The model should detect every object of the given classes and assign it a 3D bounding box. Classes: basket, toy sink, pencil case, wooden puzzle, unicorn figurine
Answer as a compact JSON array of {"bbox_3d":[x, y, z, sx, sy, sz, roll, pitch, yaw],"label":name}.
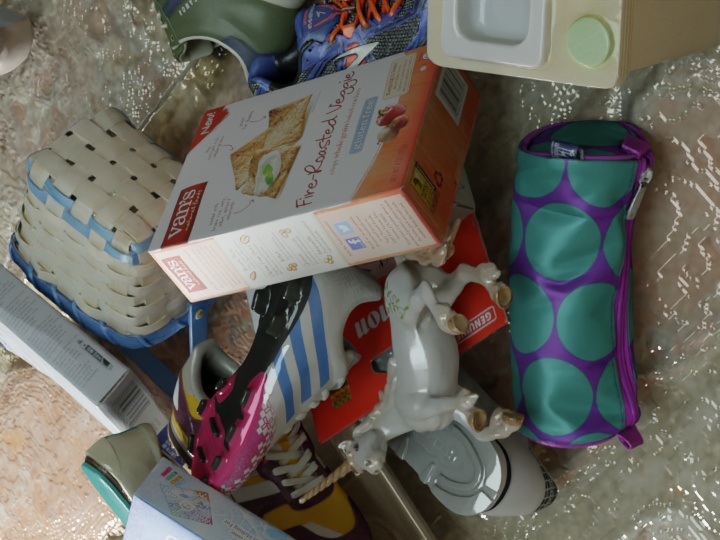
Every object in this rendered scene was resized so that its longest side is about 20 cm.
[{"bbox_3d":[-0.176,-0.005,1.296,0.176,0.139,0.201,37,139,21],"label":"basket"},{"bbox_3d":[0.116,-0.173,0.995,0.129,0.199,0.113,11,108,32],"label":"toy sink"},{"bbox_3d":[0.142,0.009,1.096,0.092,0.085,0.202,10,108,35],"label":"pencil case"},{"bbox_3d":[-0.025,0.191,1.295,0.200,0.046,0.186,-43,76,40],"label":"wooden puzzle"},{"bbox_3d":[0.041,0.066,1.108,0.137,0.073,0.202,9,91,54],"label":"unicorn figurine"}]

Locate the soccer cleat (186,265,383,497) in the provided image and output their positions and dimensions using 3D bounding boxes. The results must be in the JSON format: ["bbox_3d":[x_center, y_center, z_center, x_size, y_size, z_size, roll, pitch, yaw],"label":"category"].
[{"bbox_3d":[-0.049,0.078,1.158,0.201,0.086,0.070,-64,31,22],"label":"soccer cleat"}]

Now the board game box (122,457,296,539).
[{"bbox_3d":[-0.082,0.250,1.196,0.198,0.043,0.201,30,137,11],"label":"board game box"}]

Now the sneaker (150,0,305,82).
[{"bbox_3d":[-0.130,-0.198,1.247,0.199,0.067,0.091,25,110,25],"label":"sneaker"}]

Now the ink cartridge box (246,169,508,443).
[{"bbox_3d":[0.000,0.000,1.186,0.200,0.043,0.175,-36,56,37],"label":"ink cartridge box"}]

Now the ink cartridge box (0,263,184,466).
[{"bbox_3d":[-0.232,0.067,1.333,0.199,0.200,0.041,36,77,21],"label":"ink cartridge box"}]

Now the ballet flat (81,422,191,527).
[{"bbox_3d":[-0.136,0.194,1.268,0.069,0.070,0.201,1,128,36],"label":"ballet flat"}]

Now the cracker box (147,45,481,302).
[{"bbox_3d":[-0.030,-0.063,1.106,0.199,0.135,0.058,-14,132,32],"label":"cracker box"}]

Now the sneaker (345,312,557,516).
[{"bbox_3d":[0.058,0.098,1.192,0.077,0.080,0.200,-56,49,25],"label":"sneaker"}]

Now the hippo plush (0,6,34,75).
[{"bbox_3d":[-0.375,-0.151,1.383,0.199,0.159,0.162,31,118,25],"label":"hippo plush"}]

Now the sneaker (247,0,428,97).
[{"bbox_3d":[-0.005,-0.153,1.148,0.078,0.076,0.200,33,128,-22],"label":"sneaker"}]

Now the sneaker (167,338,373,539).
[{"bbox_3d":[-0.065,0.134,1.223,0.200,0.075,0.091,37,134,26],"label":"sneaker"}]
